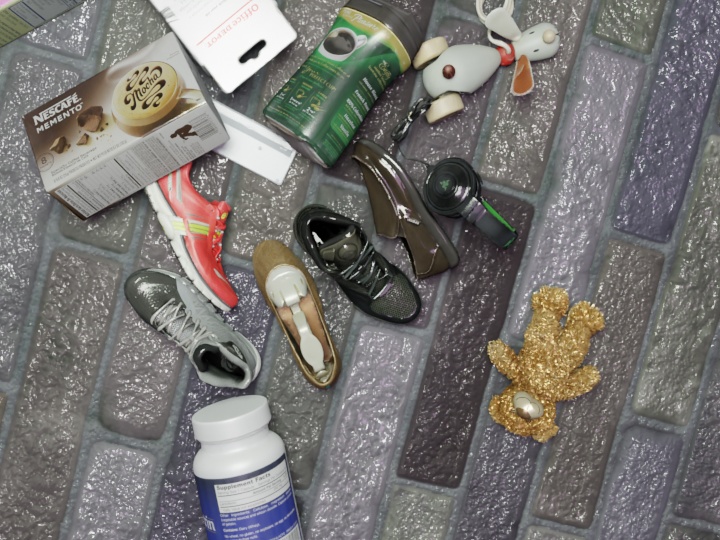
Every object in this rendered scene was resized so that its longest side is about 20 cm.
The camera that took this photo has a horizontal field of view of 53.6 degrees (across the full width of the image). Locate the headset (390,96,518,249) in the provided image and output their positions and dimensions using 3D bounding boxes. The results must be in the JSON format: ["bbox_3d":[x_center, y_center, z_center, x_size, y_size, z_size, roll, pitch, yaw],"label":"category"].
[{"bbox_3d":[0.120,-0.112,0.861,0.199,0.124,0.094,41,104,0],"label":"headset"}]

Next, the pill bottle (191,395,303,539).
[{"bbox_3d":[-0.139,0.264,0.867,0.114,0.116,0.204,-11,95,-5],"label":"pill bottle"}]

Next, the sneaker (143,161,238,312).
[{"bbox_3d":[-0.189,-0.047,0.858,0.084,0.077,0.202,-27,98,-9],"label":"sneaker"}]

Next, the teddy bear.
[{"bbox_3d":[0.240,0.121,0.922,0.145,0.067,0.200,42,89,-6],"label":"teddy bear"}]

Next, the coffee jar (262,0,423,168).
[{"bbox_3d":[-0.018,-0.228,0.842,0.104,0.085,0.201,35,86,35],"label":"coffee jar"}]

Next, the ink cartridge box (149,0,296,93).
[{"bbox_3d":[-0.176,-0.316,0.839,0.115,0.067,0.201,-38,97,-2],"label":"ink cartridge box"}]

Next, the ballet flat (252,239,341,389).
[{"bbox_3d":[-0.076,0.056,0.878,0.067,0.072,0.203,-21,96,-5],"label":"ballet flat"}]

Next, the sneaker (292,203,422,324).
[{"bbox_3d":[0.000,0.000,0.863,0.076,0.114,0.199,-45,100,1],"label":"sneaker"}]

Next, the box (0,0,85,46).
[{"bbox_3d":[-0.434,-0.355,0.792,0.198,0.097,0.178,-29,97,-4],"label":"box"}]

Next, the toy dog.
[{"bbox_3d":[0.153,-0.260,0.866,0.200,0.096,0.132,-42,98,-1],"label":"toy dog"}]

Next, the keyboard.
[{"bbox_3d":[-0.175,-0.176,0.881,0.198,0.011,0.057,27,96,-8],"label":"keyboard"}]

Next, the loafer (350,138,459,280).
[{"bbox_3d":[0.044,-0.071,0.880,0.071,0.073,0.201,-36,96,-1],"label":"loafer"}]

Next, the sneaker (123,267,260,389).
[{"bbox_3d":[-0.200,0.070,0.843,0.199,0.115,0.075,38,90,-8],"label":"sneaker"}]

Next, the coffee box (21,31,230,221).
[{"bbox_3d":[-0.265,-0.161,0.809,0.198,0.080,0.114,-28,67,0],"label":"coffee box"}]
